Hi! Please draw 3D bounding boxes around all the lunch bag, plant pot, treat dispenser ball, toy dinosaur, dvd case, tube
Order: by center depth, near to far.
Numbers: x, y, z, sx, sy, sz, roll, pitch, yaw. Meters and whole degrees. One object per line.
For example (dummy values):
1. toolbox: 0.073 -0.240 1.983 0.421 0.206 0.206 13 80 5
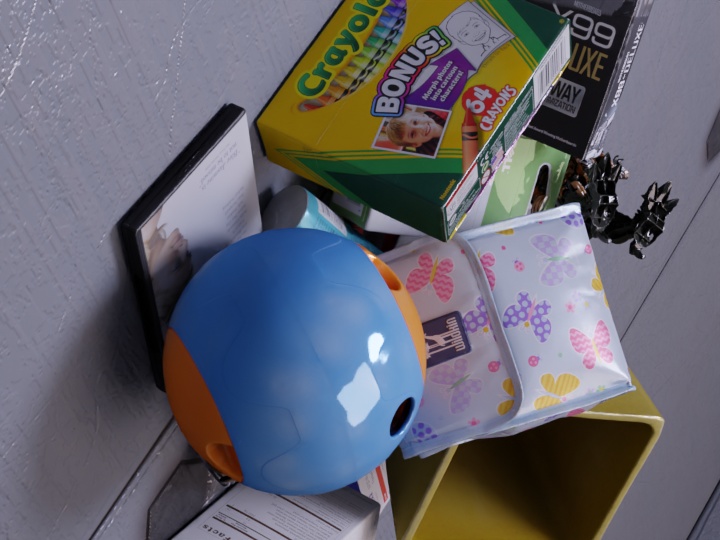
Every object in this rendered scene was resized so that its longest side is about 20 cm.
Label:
1. treat dispenser ball: -0.049 0.068 1.532 0.201 0.200 0.202 -47 152 -36
2. dvd case: -0.124 -0.014 1.569 0.143 0.017 0.201 -52 154 -31
3. lunch bag: 0.101 0.052 1.651 0.199 0.171 0.127 -12 171 -21
4. tube: 0.000 0.000 1.699 0.200 0.050 0.078 38 44 -38
5. toy dinosaur: 0.199 -0.054 1.803 0.102 0.135 0.202 -8 94 -39
6. plant pot: 0.127 0.128 1.860 0.194 0.201 0.195 6 129 -23

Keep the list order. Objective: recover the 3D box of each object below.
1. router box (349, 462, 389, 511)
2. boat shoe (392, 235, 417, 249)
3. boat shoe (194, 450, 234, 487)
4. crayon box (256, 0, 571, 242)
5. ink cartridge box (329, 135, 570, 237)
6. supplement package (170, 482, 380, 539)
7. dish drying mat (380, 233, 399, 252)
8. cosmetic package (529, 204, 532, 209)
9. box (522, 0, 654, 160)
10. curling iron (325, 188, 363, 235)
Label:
1. router box: 0.025 0.129 1.999 0.180 0.049 0.200 -54 155 -24
2. boat shoe: 0.044 0.011 1.827 0.200 0.068 0.057 -45 168 -45
3. boat shoe: -0.103 0.141 1.718 0.072 0.072 0.200 -36 155 -14
4. crayon box: 0.044 -0.143 1.607 0.200 0.172 0.058 -55 158 -23
5. ink cartridge box: 0.078 -0.081 1.726 0.199 0.059 0.105 6 105 -37
6. supplement package: -0.089 0.275 1.804 0.200 0.119 0.122 -38 146 -47
7. dish drying mat: 0.031 0.026 1.872 0.077 0.018 0.201 20 85 -57
8. cosmetic package: 0.108 -0.105 1.850 0.199 0.071 0.102 -15 117 -47
9. box: 0.134 -0.203 1.708 0.050 0.199 0.159 -17 129 -63
10. curling iron: -0.024 -0.067 1.723 0.050 0.025 0.201 -56 156 -27
